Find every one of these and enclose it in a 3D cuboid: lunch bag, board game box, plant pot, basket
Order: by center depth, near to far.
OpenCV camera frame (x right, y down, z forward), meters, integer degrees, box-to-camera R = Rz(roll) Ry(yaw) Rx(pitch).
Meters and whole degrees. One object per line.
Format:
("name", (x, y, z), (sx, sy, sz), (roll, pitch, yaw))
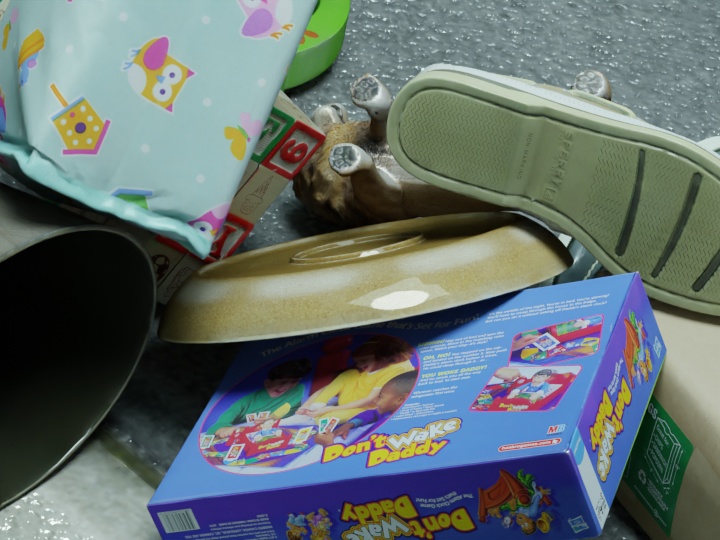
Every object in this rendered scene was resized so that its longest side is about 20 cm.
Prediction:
("board game box", (0.022, 0.069, 1.207), (0.199, 0.045, 0.135), (-9, 29, 26))
("basket", (-0.224, 0.005, 1.246), (0.200, 0.137, 0.180), (29, 41, 30))
("lunch bag", (-0.104, -0.109, 1.264), (0.121, 0.171, 0.200), (23, -1, -21))
("plant pot", (0.000, 0.000, 1.295), (0.199, 0.028, 0.200), (-11, 7, 1))

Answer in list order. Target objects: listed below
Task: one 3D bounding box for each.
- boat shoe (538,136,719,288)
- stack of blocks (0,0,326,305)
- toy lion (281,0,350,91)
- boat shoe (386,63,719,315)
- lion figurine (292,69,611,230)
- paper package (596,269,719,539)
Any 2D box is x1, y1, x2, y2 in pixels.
("boat shoe", (0.161, -0.014, 1.406), (0.062, 0.073, 0.200), (27, 34, 28))
("stack of blocks", (-0.124, -0.090, 1.381), (0.200, 0.115, 0.059), (47, 12, 33))
("toy lion", (-0.096, -0.132, 1.520), (0.199, 0.069, 0.192), (-9, 47, -21))
("boat shoe", (0.113, -0.045, 1.263), (0.199, 0.075, 0.068), (27, 22, 7))
("lion figurine", (0.053, -0.052, 1.378), (0.199, 0.123, 0.073), (7, 72, 15))
("paper package", (0.222, 0.079, 1.267), (0.190, 0.104, 0.200), (-11, 42, -26))
